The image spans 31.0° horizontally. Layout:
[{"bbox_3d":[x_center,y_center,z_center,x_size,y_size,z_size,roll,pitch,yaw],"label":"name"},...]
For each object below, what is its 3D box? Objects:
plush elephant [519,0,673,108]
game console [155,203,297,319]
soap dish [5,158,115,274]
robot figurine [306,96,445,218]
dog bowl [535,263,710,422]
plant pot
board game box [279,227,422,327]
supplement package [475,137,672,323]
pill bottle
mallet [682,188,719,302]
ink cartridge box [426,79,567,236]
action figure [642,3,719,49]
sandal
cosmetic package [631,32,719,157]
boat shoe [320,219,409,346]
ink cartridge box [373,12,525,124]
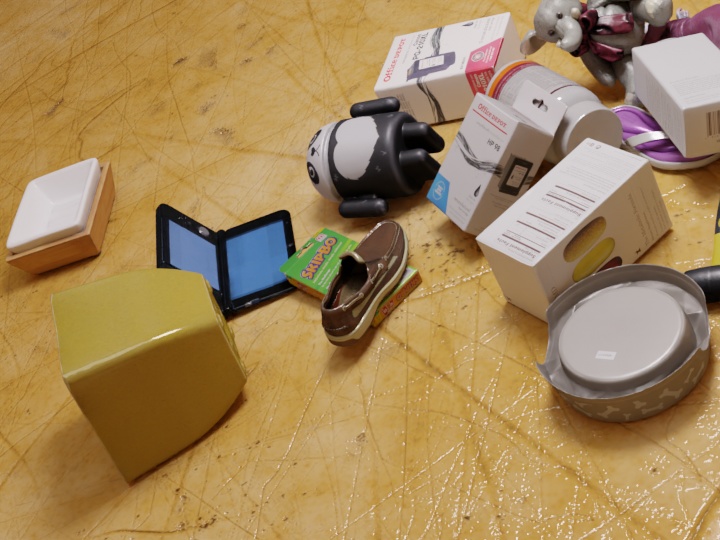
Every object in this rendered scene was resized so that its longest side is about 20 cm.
[{"bbox_3d":[0.310,-0.336,1.781,0.154,0.165,0.200,-4,41,-18],"label":"plush elephant"},{"bbox_3d":[-0.194,-0.037,1.868,0.118,0.170,0.200,-47,30,22],"label":"game console"},{"bbox_3d":[-0.490,-0.087,2.153,0.157,0.081,0.200,-17,37,16],"label":"soap dish"},{"bbox_3d":[0.018,-0.162,1.859,0.199,0.125,0.150,-4,30,30],"label":"robot figurine"},{"bbox_3d":[0.293,0.083,1.438,0.199,0.059,0.200,-19,37,15],"label":"dog bowl"},{"bbox_3d":[-0.262,0.111,1.679,0.199,0.195,0.196,-24,36,-4],"label":"plant pot"},{"bbox_3d":[-0.018,0.005,1.759,0.096,0.030,0.200,-44,45,-20],"label":"board game box"},{"bbox_3d":[0.259,-0.046,1.569,0.200,0.114,0.109,-42,37,-14],"label":"supplement package"},{"bbox_3d":[0.261,-0.208,1.764,0.109,0.110,0.200,-35,36,-8],"label":"pill bottle"},{"bbox_3d":[0.412,-0.033,1.521,0.066,0.041,0.200,-14,34,23],"label":"mallet"},{"bbox_3d":[0.177,-0.154,1.704,0.201,0.066,0.116,-65,33,15],"label":"ink cartridge box"},{"bbox_3d":[0.457,-0.320,1.804,0.199,0.134,0.150,-7,79,40],"label":"action figure"},{"bbox_3d":[0.385,-0.181,1.699,0.082,0.050,0.202,-43,38,-18],"label":"sandal"},{"bbox_3d":[0.420,-0.224,1.636,0.101,0.074,0.200,-12,31,0],"label":"cosmetic package"},{"bbox_3d":[0.005,0.000,1.674,0.074,0.075,0.203,0,47,29],"label":"boat shoe"},{"bbox_3d":[0.136,-0.303,1.983,0.199,0.084,0.145,-8,41,27],"label":"ink cartridge box"}]
